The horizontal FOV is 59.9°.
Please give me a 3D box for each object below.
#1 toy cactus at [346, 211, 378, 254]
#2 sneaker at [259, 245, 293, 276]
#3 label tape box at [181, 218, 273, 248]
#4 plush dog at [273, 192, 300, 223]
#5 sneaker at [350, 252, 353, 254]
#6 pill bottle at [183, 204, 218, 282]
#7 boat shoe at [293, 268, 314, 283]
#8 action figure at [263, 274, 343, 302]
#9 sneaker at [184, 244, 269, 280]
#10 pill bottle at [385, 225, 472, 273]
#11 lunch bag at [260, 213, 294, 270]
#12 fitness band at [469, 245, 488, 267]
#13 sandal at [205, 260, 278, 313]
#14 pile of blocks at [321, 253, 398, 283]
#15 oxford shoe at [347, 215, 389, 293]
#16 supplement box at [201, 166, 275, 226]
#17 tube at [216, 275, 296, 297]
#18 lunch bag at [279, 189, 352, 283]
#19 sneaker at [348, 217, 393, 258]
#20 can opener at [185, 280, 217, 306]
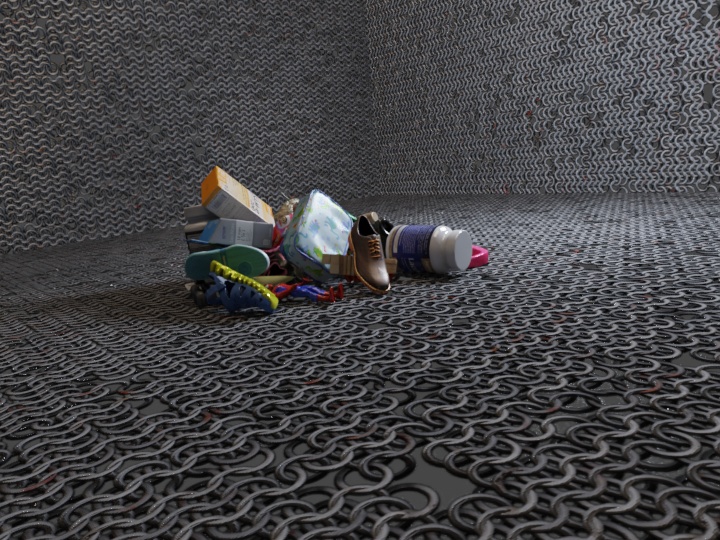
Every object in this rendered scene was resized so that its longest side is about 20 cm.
[{"bbox_3d":[-0.021,-0.125,1.851,0.163,0.201,0.103,-25,24,36],"label":"toy cactus"},{"bbox_3d":[-0.241,-0.003,1.603,0.197,0.079,0.097,-18,37,36],"label":"sneaker"},{"bbox_3d":[-0.329,-0.092,1.538,0.195,0.068,0.142,7,-2,-26],"label":"label tape box"},{"bbox_3d":[-0.225,-0.107,1.811,0.159,0.201,0.173,29,73,39],"label":"plush dog"},{"bbox_3d":[0.019,-0.058,1.748,0.080,0.077,0.198,-10,12,-33],"label":"sneaker"},{"bbox_3d":[-0.415,-0.077,1.702,0.111,0.205,0.114,-10,8,1],"label":"pill bottle"},{"bbox_3d":[-0.112,-0.011,1.618,0.061,0.072,0.201,-51,-8,39],"label":"boat shoe"},{"bbox_3d":[-0.135,0.044,1.380,0.195,0.053,0.065,-2,14,28],"label":"action figure"},{"bbox_3d":[-0.301,-0.025,1.469,0.194,0.082,0.131,-1,7,4],"label":"sneaker"},{"bbox_3d":[0.168,-0.052,1.533,0.197,0.119,0.115,3,13,39],"label":"pill bottle"},{"bbox_3d":[-0.188,-0.074,1.677,0.173,0.083,0.201,-8,-27,-33],"label":"lunch bag"},{"bbox_3d":[0.255,-0.041,1.648,0.140,0.038,0.200,-7,12,-11],"label":"fitness band"},{"bbox_3d":[-0.258,0.054,1.328,0.197,0.089,0.079,21,-13,33],"label":"sandal"},{"bbox_3d":[0.000,0.000,1.495,0.195,0.064,0.082,5,-4,-14],"label":"pile of blocks"},{"bbox_3d":[0.020,-0.037,1.413,0.070,0.074,0.203,-7,51,-24],"label":"oxford shoe"},{"bbox_3d":[-0.326,-0.172,1.670,0.073,0.199,0.127,-43,33,14],"label":"supplement box"},{"bbox_3d":[-0.245,0.037,1.471,0.058,0.053,0.198,35,29,31],"label":"tube"},{"bbox_3d":[-0.103,-0.081,1.543,0.159,0.203,0.082,35,-39,-26],"label":"lunch bag"},{"bbox_3d":[0.016,-0.093,1.642,0.196,0.117,0.076,23,4,28],"label":"sneaker"},{"bbox_3d":[-0.385,0.033,1.495,0.052,0.069,0.199,-10,11,-21],"label":"can opener"}]
